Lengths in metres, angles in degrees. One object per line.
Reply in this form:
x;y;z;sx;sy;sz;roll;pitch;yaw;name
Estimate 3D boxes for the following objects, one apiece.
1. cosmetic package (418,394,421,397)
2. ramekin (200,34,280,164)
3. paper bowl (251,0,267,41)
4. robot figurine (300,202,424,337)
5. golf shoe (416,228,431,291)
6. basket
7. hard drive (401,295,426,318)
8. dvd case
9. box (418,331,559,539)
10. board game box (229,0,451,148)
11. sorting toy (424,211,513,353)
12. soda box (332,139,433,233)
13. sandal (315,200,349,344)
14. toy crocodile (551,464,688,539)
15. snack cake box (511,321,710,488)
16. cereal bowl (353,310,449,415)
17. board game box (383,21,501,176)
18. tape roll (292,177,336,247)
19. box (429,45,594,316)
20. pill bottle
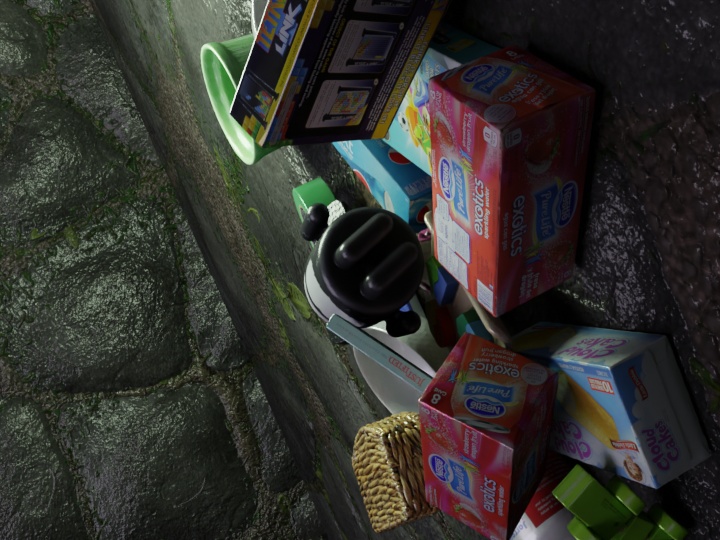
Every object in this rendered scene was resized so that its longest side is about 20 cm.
0.126;0.271;1.231;0.152;0.051;0.200;62;162;14;cosmetic package
-0.173;-0.283;1.280;0.201;0.097;0.201;54;159;31;ramekin
-0.033;-0.305;0.770;0.200;0.103;0.203;-174;90;-66;paper bowl
0.000;0.002;0.904;0.200;0.123;0.152;136;131;-72;robot figurine
0.059;-0.014;1.020;0.092;0.075;0.200;65;164;-12;golf shoe
0.083;0.265;1.089;0.200;0.148;0.144;116;138;-65;basket
0.038;0.012;1.183;0.202;0.025;0.132;66;162;-3;hard drive
0.054;0.113;0.889;0.145;0.022;0.200;32;178;25;dvd case
0.123;0.169;0.772;0.099;0.096;0.201;24;145;26;box
-0.007;-0.207;0.677;0.057;0.165;0.201;45;126;25;board game box
0.108;0.063;0.855;0.201;0.036;0.186;79;169;-49;sorting toy
0.030;-0.138;0.949;0.201;0.064;0.068;55;159;31;soda box
-0.024;0.004;1.094;0.075;0.048;0.203;-20;70;46;sandal
0.244;0.235;0.741;0.199;0.068;0.062;36;-175;-31;toy crocodile
0.218;0.118;0.745;0.116;0.067;0.200;68;162;-7;snack cake box
0.086;0.133;1.074;0.199;0.083;0.201;36;150;25;cereal bowl
0.070;-0.178;0.811;0.200;0.047;0.152;45;153;47;board game box
-0.044;-0.043;1.230;0.200;0.048;0.202;156;90;-82;tape roll
0.126;-0.075;0.683;0.100;0.095;0.201;47;155;42;box
0.200;0.262;0.912;0.201;0.111;0.113;54;159;31;pill bottle
